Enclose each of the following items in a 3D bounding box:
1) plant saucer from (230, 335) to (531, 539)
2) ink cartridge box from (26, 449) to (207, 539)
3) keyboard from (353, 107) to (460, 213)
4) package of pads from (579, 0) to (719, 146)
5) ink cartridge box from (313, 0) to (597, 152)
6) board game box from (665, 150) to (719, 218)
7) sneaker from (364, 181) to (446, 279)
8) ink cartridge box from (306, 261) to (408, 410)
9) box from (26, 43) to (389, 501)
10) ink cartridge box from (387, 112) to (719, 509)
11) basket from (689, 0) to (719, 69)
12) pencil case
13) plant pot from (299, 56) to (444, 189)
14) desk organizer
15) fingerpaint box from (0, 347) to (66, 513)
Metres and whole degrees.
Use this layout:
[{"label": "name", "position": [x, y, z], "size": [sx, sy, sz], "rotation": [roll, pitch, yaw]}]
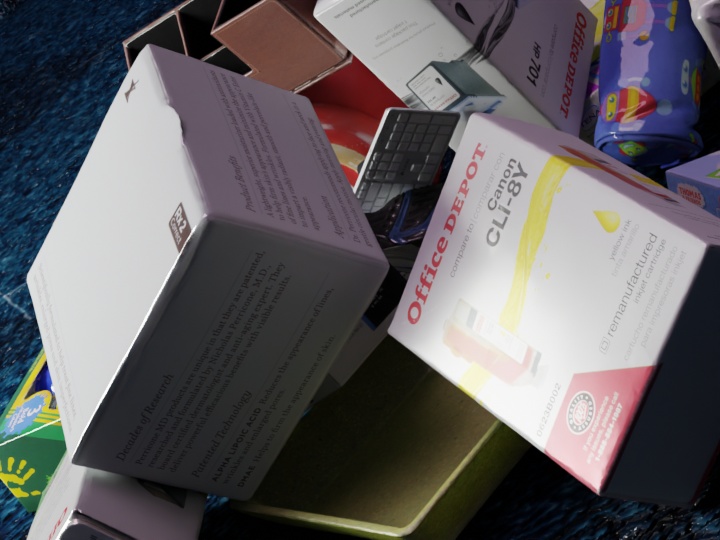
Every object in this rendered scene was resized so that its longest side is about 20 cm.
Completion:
[{"label": "plant saucer", "position": [0.041, 0.103, 1.193], "size": [0.200, 0.048, 0.199], "rotation": [-47, 24, -26]}, {"label": "ink cartridge box", "position": [-0.164, 0.168, 1.240], "size": [0.146, 0.087, 0.200], "rotation": [-58, 10, 25]}, {"label": "keyboard", "position": [0.015, -0.040, 1.373], "size": [0.011, 0.056, 0.200], "rotation": [-104, 27, -43]}, {"label": "package of pads", "position": [0.188, -0.158, 1.479], "size": [0.154, 0.068, 0.200], "rotation": [-40, 23, -8]}, {"label": "ink cartridge box", "position": [0.072, -0.181, 1.355], "size": [0.086, 0.200, 0.147], "rotation": [-28, 34, 37]}, {"label": "board game box", "position": [0.299, -0.063, 1.087], "size": [0.199, 0.037, 0.151], "rotation": [-21, 18, -16]}, {"label": "sneaker", "position": [0.000, 0.000, 1.345], "size": [0.199, 0.077, 0.076], "rotation": [-10, 42, -9]}, {"label": "ink cartridge box", "position": [-0.041, 0.069, 1.303], "size": [0.099, 0.039, 0.200], "rotation": [-48, 4, -36]}, {"label": "box", "position": [-0.104, 0.001, 1.204], "size": [0.200, 0.130, 0.199], "rotation": [-59, 32, 25]}, {"label": "ink cartridge box", "position": [0.120, 0.017, 1.041], "size": [0.200, 0.083, 0.146], "rotation": [36, 110, 48]}, {"label": "basket", "position": [0.324, -0.181, 1.247], "size": [0.199, 0.136, 0.123], "rotation": [-30, 18, 11]}, {"label": "pencil case", "position": [0.214, -0.167, 1.343], "size": [0.078, 0.087, 0.201], "rotation": [-7, 70, 47]}, {"label": "plant pot", "position": [-0.033, -0.085, 1.483], "size": [0.200, 0.201, 0.183], "rotation": [-28, 25, 18]}, {"label": "desk organizer", "position": [-0.094, -0.159, 1.380], "size": [0.200, 0.077, 0.072], "rotation": [-25, 38, 40]}, {"label": "fingerpaint box", "position": [-0.195, 0.084, 1.540], "size": [0.166, 0.073, 0.200], "rotation": [-23, 25, 28]}]
